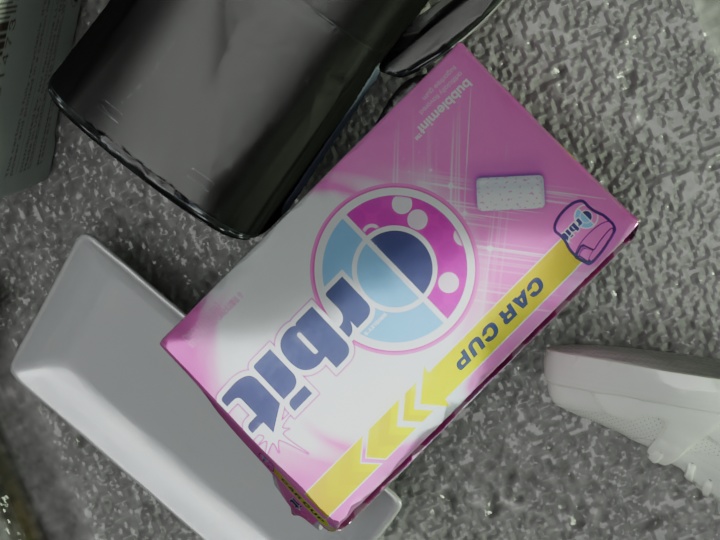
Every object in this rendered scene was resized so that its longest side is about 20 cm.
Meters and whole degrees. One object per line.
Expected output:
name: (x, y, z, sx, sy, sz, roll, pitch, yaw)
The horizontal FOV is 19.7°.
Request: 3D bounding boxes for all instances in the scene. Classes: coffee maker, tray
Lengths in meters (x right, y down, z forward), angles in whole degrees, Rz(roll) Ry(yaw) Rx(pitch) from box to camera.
coffee maker: (-0.042, -0.128, 0.897, 0.135, 0.192, 0.201, 41, 103, 23)
tray: (-0.075, 0.075, 1.008, 0.200, 0.022, 0.108, 40, 127, 6)

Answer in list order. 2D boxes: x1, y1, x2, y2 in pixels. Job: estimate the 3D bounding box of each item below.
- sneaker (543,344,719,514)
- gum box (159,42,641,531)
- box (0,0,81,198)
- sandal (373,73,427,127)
sneaker: (0.172, 0.103, 0.950, 0.198, 0.074, 0.117, 13, 98, 8)
gum box: (0.015, 0.012, 0.930, 0.200, 0.066, 0.114, -45, 83, 0)
box: (-0.227, -0.141, 0.931, 0.170, 0.200, 0.201, 15, 103, 7)
sandal: (0.000, 0.000, 0.984, 0.075, 0.045, 0.201, 26, 103, 5)
